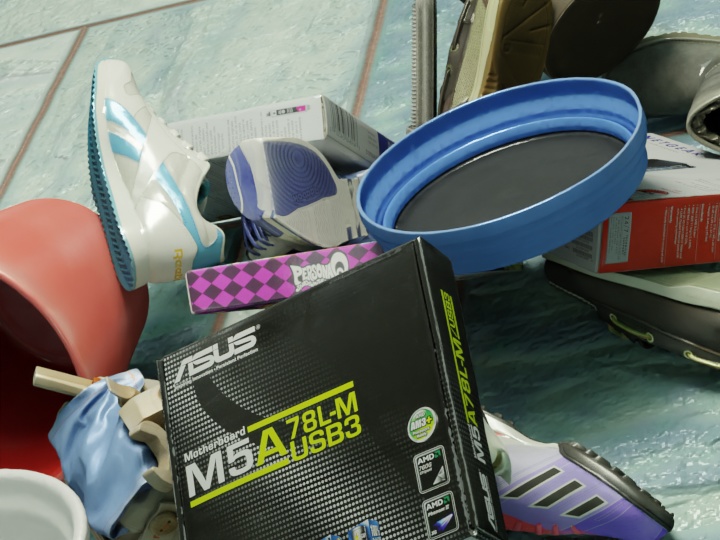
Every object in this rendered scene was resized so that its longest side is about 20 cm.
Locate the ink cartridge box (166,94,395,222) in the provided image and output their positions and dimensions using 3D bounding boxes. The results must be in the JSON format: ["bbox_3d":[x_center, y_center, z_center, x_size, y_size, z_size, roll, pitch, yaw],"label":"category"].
[{"bbox_3d":[-0.083,-0.085,1.702,0.199,0.044,0.196,-7,-11,19],"label":"ink cartridge box"}]

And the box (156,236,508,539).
[{"bbox_3d":[-0.021,0.105,1.269,0.199,0.047,0.194,-24,59,24],"label":"box"}]

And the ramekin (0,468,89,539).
[{"bbox_3d":[-0.249,0.223,1.341,0.199,0.098,0.201,-14,30,8],"label":"ramekin"}]

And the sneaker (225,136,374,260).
[{"bbox_3d":[-0.056,-0.040,1.627,0.115,0.081,0.199,-14,-13,29],"label":"sneaker"}]

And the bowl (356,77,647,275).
[{"bbox_3d":[0.096,-0.062,1.419,0.200,0.040,0.201,-18,26,9],"label":"bowl"}]

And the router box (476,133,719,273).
[{"bbox_3d":[0.187,-0.051,1.510,0.179,0.049,0.200,-5,16,-28],"label":"router box"}]

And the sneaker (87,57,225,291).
[{"bbox_3d":[-0.156,-0.073,1.584,0.080,0.077,0.201,-9,57,-15],"label":"sneaker"}]

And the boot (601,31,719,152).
[{"bbox_3d":[0.261,-0.127,1.625,0.181,0.073,0.200,-10,21,17],"label":"boot"}]

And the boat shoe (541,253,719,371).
[{"bbox_3d":[0.197,0.025,1.442,0.071,0.061,0.201,-11,19,-39],"label":"boat shoe"}]

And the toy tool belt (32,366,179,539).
[{"bbox_3d":[-0.142,0.132,1.390,0.125,0.123,0.200,-52,37,5],"label":"toy tool belt"}]

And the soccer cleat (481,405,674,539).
[{"bbox_3d":[0.104,0.138,1.323,0.199,0.068,0.073,21,74,41],"label":"soccer cleat"}]

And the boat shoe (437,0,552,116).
[{"bbox_3d":[0.093,-0.125,1.622,0.073,0.201,0.065,13,6,-34],"label":"boat shoe"}]

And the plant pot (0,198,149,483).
[{"bbox_3d":[-0.251,0.043,1.570,0.199,0.201,0.177,-6,21,22],"label":"plant pot"}]

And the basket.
[{"bbox_3d":[0.136,-0.253,1.699,0.180,0.136,0.200,-15,51,-33],"label":"basket"}]

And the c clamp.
[{"bbox_3d":[0.045,-0.156,1.684,0.027,0.201,0.171,0,22,0],"label":"c clamp"}]

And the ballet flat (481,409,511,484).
[{"bbox_3d":[0.057,0.135,1.269,0.068,0.068,0.201,-29,52,46],"label":"ballet flat"}]

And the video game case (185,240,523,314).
[{"bbox_3d":[0.000,0.000,1.546,0.199,0.036,0.181,-9,-2,18],"label":"video game case"}]
